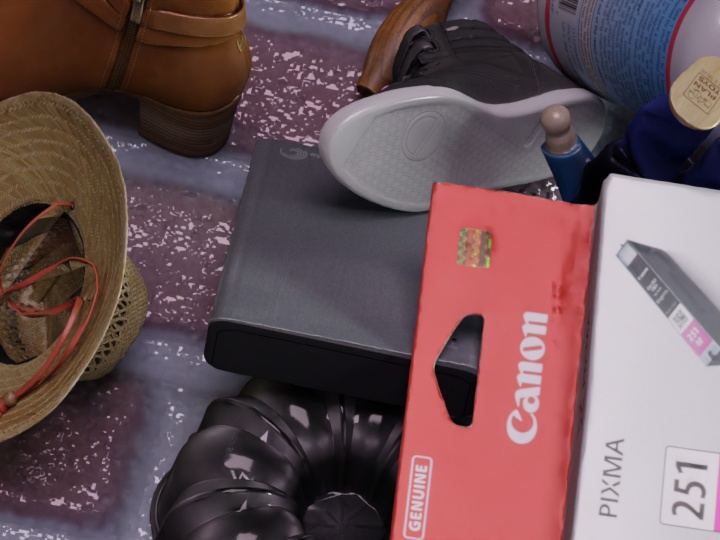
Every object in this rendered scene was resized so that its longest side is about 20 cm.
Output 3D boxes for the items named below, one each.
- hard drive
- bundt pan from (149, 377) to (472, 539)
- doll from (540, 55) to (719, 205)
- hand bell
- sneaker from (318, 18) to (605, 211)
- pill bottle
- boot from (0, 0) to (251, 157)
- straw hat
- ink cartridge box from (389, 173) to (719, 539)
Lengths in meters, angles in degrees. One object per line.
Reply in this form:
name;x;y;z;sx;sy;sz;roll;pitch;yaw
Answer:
hard drive;0.000;0.000;1.538;0.139;0.033;0.200;11;29;-1
bundt pan;-0.009;0.125;1.478;0.201;0.076;0.202;3;56;-4
doll;0.151;-0.044;1.535;0.136;0.200;0.049;32;60;-3
hand bell;0.057;-0.177;1.695;0.104;0.104;0.200;31;72;13
sneaker;0.033;-0.088;1.600;0.200;0.071;0.099;-9;35;-43
pill bottle;0.190;-0.123;1.578;0.109;0.109;0.200;-25;30;-21
boot;-0.153;-0.144;1.590;0.200;0.155;0.077;24;58;10
straw hat;-0.159;0.013;1.524;0.085;0.201;0.201;24;44;-43
ink cartridge box;0.112;0.050;1.426;0.173;0.044;0.200;8;69;-3
